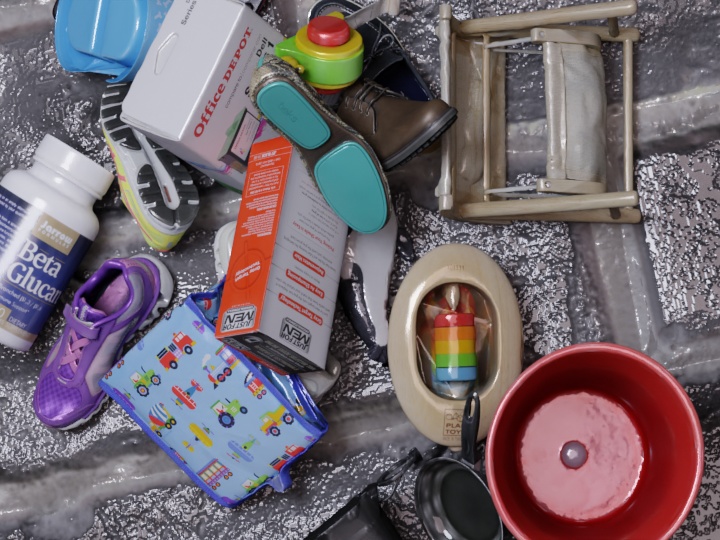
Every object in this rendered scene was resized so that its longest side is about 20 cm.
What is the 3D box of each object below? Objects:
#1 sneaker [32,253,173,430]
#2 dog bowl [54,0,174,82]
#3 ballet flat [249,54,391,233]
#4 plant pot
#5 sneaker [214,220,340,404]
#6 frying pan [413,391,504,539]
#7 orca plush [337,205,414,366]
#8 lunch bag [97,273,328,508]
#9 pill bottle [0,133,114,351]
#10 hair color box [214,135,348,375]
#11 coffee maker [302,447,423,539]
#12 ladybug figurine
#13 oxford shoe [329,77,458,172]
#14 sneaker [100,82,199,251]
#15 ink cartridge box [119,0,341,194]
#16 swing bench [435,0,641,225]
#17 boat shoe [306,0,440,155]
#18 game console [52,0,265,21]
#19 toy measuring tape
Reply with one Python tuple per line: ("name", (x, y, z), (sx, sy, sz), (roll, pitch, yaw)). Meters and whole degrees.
("sneaker", (-0.271, 0.065, 1.589), (0.080, 0.088, 0.201), (32, 87, 16))
("dog bowl", (-0.239, -0.244, 1.571), (0.049, 0.199, 0.113), (6, 98, -37))
("ballet flat", (-0.033, -0.125, 1.472), (0.067, 0.076, 0.200), (-30, 122, 18))
("plant pot", (0.210, 0.173, 1.484), (0.197, 0.177, 0.203), (0, 84, 3))
("sneaker", (-0.078, 0.036, 1.572), (0.075, 0.081, 0.202), (-24, 83, -33))
("frying pan", (0.092, 0.197, 1.528), (0.114, 0.031, 0.193), (5, 110, 46))
("orca plush", (0.000, 0.000, 1.599), (0.104, 0.071, 0.203), (-12, 85, -41))
("lunch bag", (-0.132, 0.133, 1.546), (0.150, 0.094, 0.201), (-40, 86, 30))
("pill bottle", (-0.333, -0.031, 1.598), (0.110, 0.111, 0.202), (30, 87, 8))
("hair color box", (-0.068, -0.014, 1.493), (0.061, 0.101, 0.202), (-10, 59, 37))
("coffee maker", (0.035, 0.313, 1.500), (0.192, 0.135, 0.201), (-40, 88, 13))
("ladybug figurine", (0.091, 0.075, 1.557), (0.134, 0.072, 0.203), (3, 88, -4))
("oxford shoe", (0.018, -0.143, 1.516), (0.073, 0.199, 0.085), (-42, 109, -28))
("sneaker", (-0.222, -0.107, 1.616), (0.077, 0.091, 0.202), (-7, 60, -19))
("ink cartridge box", (-0.121, -0.165, 1.542), (0.083, 0.200, 0.146), (23, 85, 33))
("swing bench", (0.175, -0.151, 1.557), (0.197, 0.130, 0.202), (0, 84, 11))
("boat shoe", (0.018, -0.204, 1.609), (0.074, 0.062, 0.201), (-39, 80, 2))
("game console", (-0.202, -0.294, 1.657), (0.199, 0.031, 0.178), (31, 87, 9))
("toy measuring tape", (-0.006, -0.220, 1.531), (0.074, 0.074, 0.199), (50, 49, 9))
